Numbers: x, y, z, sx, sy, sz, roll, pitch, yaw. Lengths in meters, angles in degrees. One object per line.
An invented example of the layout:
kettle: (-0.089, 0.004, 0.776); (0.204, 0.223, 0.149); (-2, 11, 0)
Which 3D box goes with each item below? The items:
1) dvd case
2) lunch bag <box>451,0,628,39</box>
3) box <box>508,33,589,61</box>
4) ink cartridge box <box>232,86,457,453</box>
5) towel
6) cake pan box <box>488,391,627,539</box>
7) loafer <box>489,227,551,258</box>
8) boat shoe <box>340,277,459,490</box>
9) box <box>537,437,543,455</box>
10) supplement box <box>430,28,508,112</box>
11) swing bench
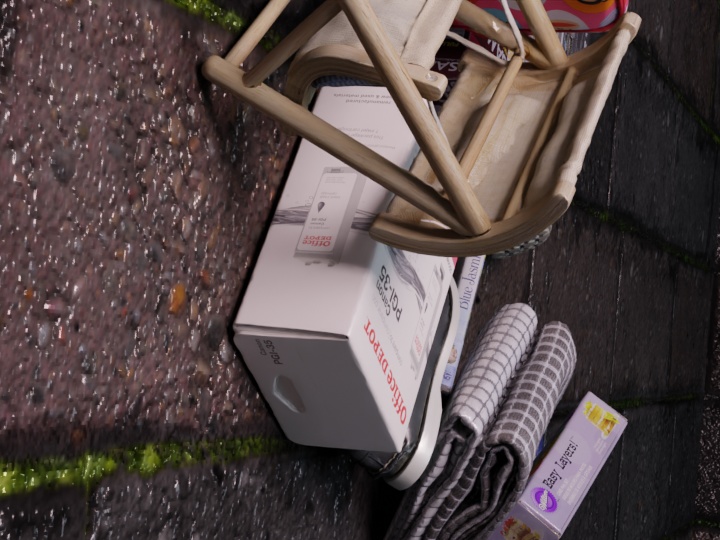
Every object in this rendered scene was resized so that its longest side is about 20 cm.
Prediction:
dvd case: (0.074, 0.040, 1.190); (0.143, 0.017, 0.202); (107, -1, -61)
lunch bag: (0.093, -0.226, 1.009); (0.177, 0.198, 0.083); (68, 35, -54)
box: (0.183, -0.180, 1.460); (0.158, 0.048, 0.202); (19, 76, -68)
ink cartridge box: (0.000, 0.000, 0.971); (0.147, 0.082, 0.201); (67, 34, -51)
towel: (0.094, 0.147, 1.150); (0.166, 0.085, 0.201); (-58, 172, -51)
cake pan box: (0.143, 0.225, 1.290); (0.184, 0.052, 0.201); (-41, 166, -50)
loafer: (0.132, -0.062, 1.322); (0.200, 0.069, 0.070); (63, 8, -73)
boat shoe: (0.028, 0.064, 1.079); (0.060, 0.076, 0.201); (30, 40, -21)
box: (0.146, 0.160, 1.453); (0.200, 0.032, 0.123); (5, 89, -70)
supplement box: (0.086, -0.225, 1.182); (0.109, 0.060, 0.202); (43, 55, -64)
swing bench: (0.046, -0.132, 0.878); (0.200, 0.129, 0.200); (44, 42, -14)
